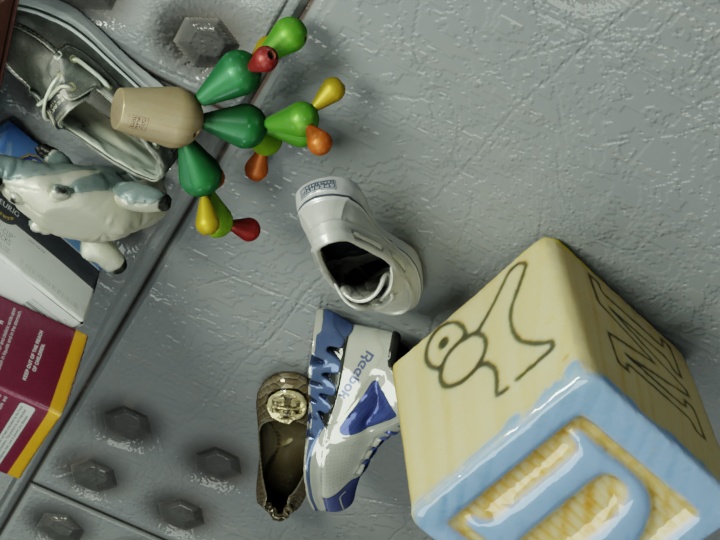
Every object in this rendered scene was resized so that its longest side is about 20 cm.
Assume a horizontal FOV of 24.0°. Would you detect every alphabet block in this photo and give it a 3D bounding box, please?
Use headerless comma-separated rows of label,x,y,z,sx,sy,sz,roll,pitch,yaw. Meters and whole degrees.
alphabet block,0.159,0.132,1.366,0.195,0.201,0.196,-39,116,19

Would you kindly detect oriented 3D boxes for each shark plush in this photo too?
shark plush,-0.243,-0.064,1.341,0.198,0.084,0.091,7,136,-23

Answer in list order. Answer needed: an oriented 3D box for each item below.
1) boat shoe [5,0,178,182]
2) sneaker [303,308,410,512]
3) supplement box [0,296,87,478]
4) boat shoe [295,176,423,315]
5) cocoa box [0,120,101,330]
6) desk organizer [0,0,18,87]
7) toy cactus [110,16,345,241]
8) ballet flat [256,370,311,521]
boat shoe,-0.218,-0.143,1.307,0.199,0.071,0.072,32,133,-16
sneaker,0.011,0.130,1.502,0.114,0.081,0.202,6,122,5
supplement box,-0.333,0.070,1.342,0.198,0.086,0.111,26,136,-15
boat shoe,0.000,0.000,1.364,0.073,0.066,0.200,-19,148,18
cocoa box,-0.324,-0.004,1.423,0.199,0.132,0.133,-28,124,34
desk organizer,-0.319,-0.154,1.274,0.072,0.077,0.200,42,146,8
toy cactus,-0.107,-0.102,1.284,0.163,0.103,0.201,6,137,-26
ballet flat,-0.072,0.171,1.597,0.066,0.047,0.201,11,135,1
